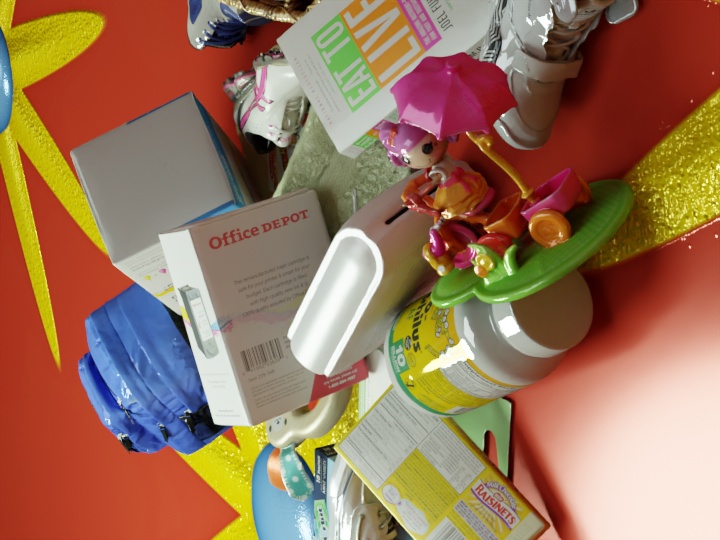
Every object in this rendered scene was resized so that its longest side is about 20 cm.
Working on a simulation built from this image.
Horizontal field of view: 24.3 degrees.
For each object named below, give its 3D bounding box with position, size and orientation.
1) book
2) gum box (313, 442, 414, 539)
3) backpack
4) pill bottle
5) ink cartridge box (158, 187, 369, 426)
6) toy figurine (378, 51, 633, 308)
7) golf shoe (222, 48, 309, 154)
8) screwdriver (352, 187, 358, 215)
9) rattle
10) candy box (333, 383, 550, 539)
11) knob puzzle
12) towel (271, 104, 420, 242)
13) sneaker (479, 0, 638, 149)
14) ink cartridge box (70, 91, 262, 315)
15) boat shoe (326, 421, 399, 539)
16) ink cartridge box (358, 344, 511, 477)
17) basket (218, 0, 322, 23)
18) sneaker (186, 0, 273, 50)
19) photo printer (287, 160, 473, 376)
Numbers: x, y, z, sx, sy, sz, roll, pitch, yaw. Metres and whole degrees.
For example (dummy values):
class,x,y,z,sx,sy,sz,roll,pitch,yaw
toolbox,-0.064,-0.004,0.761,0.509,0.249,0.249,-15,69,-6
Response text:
class,x,y,z,sx,sy,sz,roll,pitch,yaw
book,0.034,-0.210,1.483,0.200,0.048,0.134,-38,64,24
gum box,0.019,0.293,1.749,0.200,0.044,0.170,25,119,53
backpack,-0.237,0.117,1.943,0.163,0.168,0.200,52,173,30
pill bottle,0.111,0.053,1.450,0.200,0.113,0.113,-32,72,58
ink cartridge box,-0.094,0.036,1.636,0.086,0.147,0.200,-9,99,59
toy figurine,0.084,-0.083,1.328,0.200,0.150,0.184,-24,111,40
golf shoe,-0.074,-0.174,1.672,0.200,0.073,0.092,-21,88,69
screwdriver,0.000,0.000,1.625,0.029,0.028,0.200,34,143,27
rattle,-0.094,0.140,1.755,0.130,0.143,0.200,39,109,35
candy box,0.073,0.199,1.553,0.102,0.026,0.200,-46,67,8
knob puzzle,-0.072,-0.141,1.771,0.220,0.030,0.220,27,123,52
towel,-0.021,-0.070,1.661,0.148,0.036,0.200,43,130,22
sneaker,0.156,-0.187,1.332,0.115,0.075,0.200,27,119,56
ink cartridge box,-0.189,-0.066,1.794,0.145,0.147,0.200,66,-174,21
boat shoe,0.008,0.245,1.655,0.067,0.074,0.200,19,117,24
ink cartridge box,0.067,0.162,1.625,0.200,0.048,0.146,30,124,55
basket,-0.060,-0.334,1.573,0.143,0.149,0.200,45,135,44
sneaker,-0.135,-0.283,1.797,0.199,0.080,0.115,-134,39,-53
photo printer,0.027,-0.008,1.522,0.069,0.166,0.200,44,140,15
